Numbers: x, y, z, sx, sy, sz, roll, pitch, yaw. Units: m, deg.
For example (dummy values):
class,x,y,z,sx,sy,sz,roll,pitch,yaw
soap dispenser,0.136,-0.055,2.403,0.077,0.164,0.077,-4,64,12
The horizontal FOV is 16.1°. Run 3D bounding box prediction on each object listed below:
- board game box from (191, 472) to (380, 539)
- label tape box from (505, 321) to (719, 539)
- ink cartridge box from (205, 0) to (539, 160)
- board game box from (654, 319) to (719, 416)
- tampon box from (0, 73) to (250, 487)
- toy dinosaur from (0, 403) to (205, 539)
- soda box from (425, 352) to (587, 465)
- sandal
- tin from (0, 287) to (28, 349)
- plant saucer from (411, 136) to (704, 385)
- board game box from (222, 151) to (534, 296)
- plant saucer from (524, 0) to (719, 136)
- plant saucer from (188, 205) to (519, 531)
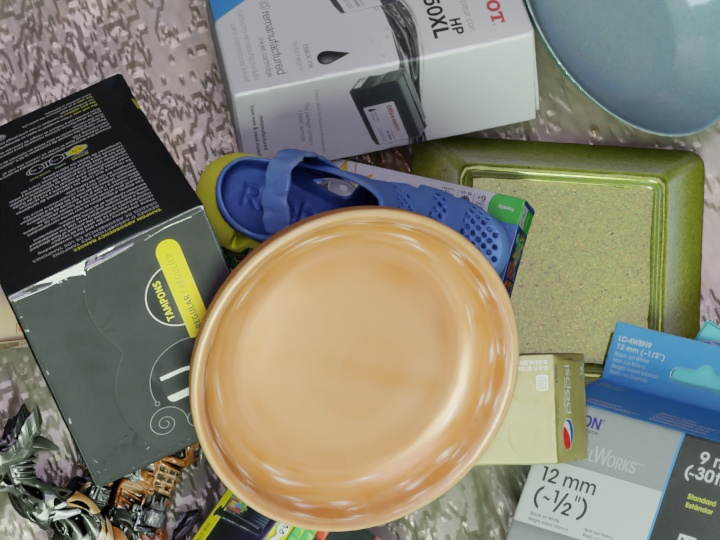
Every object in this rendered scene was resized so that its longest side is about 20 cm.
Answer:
class,x,y,z,sx,sy,sz,roll,pitch,yaw
board game box,-0.061,0.236,1.568,0.057,0.165,0.200,24,75,46
label tape box,0.180,0.134,1.568,0.143,0.066,0.200,15,83,31
ink cartridge box,0.005,-0.157,1.669,0.200,0.084,0.145,-12,51,-4
board game box,0.227,0.155,1.602,0.151,0.047,0.200,36,92,31
tampon box,-0.152,0.001,1.540,0.126,0.200,0.150,-25,124,-7
toy dinosaur,-0.180,0.154,1.622,0.136,0.102,0.200,41,57,-9
soda box,0.036,0.087,1.570,0.200,0.064,0.068,-3,88,22
sandal,0.001,-0.028,1.568,0.200,0.087,0.080,11,77,-16
tin,-0.207,-0.005,1.680,0.200,0.042,0.112,-5,74,-3
plant saucer,0.130,0.006,1.680,0.200,0.048,0.200,4,77,-1
board game box,0.000,0.000,1.654,0.200,0.034,0.136,12,81,18
plant saucer,0.172,-0.176,1.694,0.201,0.039,0.201,17,59,-32
plant saucer,-0.006,0.054,1.478,0.200,0.037,0.201,-7,111,-18
